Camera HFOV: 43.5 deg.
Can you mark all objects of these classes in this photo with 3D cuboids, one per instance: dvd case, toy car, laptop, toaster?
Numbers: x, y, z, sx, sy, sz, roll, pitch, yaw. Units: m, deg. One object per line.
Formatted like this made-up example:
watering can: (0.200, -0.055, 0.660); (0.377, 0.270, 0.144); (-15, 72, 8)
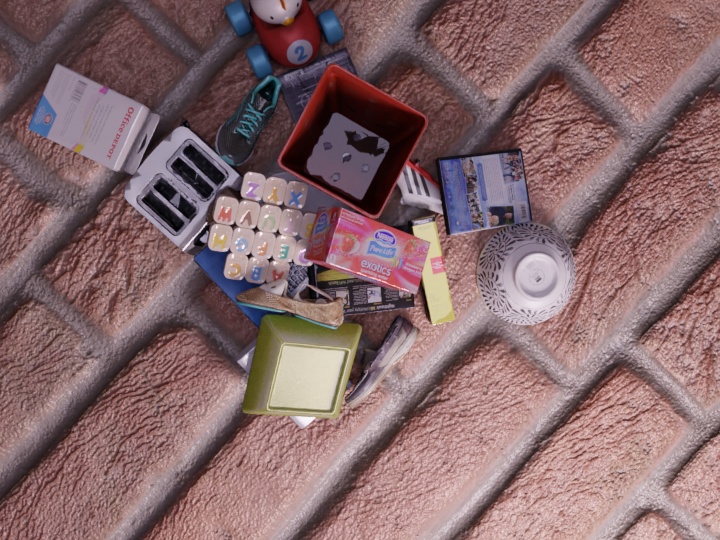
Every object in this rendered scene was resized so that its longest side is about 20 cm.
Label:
dvd case: (0.235, -0.151, 1.705); (0.198, 0.017, 0.145); (-10, 92, -28)
toy car: (-0.141, -0.465, 1.613); (0.183, 0.200, 0.179); (-26, 89, -1)
laptop: (-0.172, -0.026, 1.680); (0.200, 0.116, 0.187); (-44, 95, 0)
toaster: (-0.321, -0.155, 1.663); (0.200, 0.119, 0.181); (42, 89, -4)
dvd case: (-0.056, -0.303, 1.714); (0.147, 0.016, 0.202); (-23, 89, -6)

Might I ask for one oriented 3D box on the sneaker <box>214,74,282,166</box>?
sneaker: (-0.200, -0.280, 1.635); (0.077, 0.091, 0.202); (29, 57, -11)

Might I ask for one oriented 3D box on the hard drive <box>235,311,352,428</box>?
hard drive: (-0.123, 0.190, 1.702); (0.132, 0.026, 0.200); (-40, 117, -1)

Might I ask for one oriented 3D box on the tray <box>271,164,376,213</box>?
tray: (-0.065, -0.151, 1.717); (0.197, 0.022, 0.109); (-14, 79, -4)

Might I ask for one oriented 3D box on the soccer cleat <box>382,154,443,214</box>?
soccer cleat: (0.121, -0.144, 1.720); (0.200, 0.069, 0.085); (41, 104, -5)

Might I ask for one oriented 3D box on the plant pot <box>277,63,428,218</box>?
plant pot: (-0.019, -0.216, 1.617); (0.198, 0.176, 0.202); (29, 85, -3)

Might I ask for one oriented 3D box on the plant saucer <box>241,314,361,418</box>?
plant saucer: (-0.102, 0.190, 1.662); (0.197, 0.048, 0.202); (7, 108, -23)

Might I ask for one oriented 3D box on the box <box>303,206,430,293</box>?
box: (0.014, -0.037, 1.609); (0.198, 0.094, 0.104); (20, 84, -29)

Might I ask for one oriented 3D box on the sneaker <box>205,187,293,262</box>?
sneaker: (-0.195, -0.067, 1.638); (0.075, 0.071, 0.200); (-43, 120, 8)

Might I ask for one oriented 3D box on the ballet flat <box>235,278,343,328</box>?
ballet flat: (-0.123, 0.050, 1.617); (0.197, 0.071, 0.066); (14, 94, -9)

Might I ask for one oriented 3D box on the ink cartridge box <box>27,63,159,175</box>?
ink cartridge box: (-0.469, -0.264, 1.638); (0.198, 0.125, 0.130); (26, 91, 0)

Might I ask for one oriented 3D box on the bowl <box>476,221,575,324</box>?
bowl: (0.328, 0.008, 1.722); (0.198, 0.094, 0.204); (0, 93, -4)

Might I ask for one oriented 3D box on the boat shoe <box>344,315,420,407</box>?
boat shoe: (0.031, 0.173, 1.727); (0.065, 0.072, 0.200); (42, 87, 1)

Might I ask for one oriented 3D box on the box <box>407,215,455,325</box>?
box: (0.135, -0.002, 1.721); (0.049, 0.075, 0.203); (-11, 92, -3)

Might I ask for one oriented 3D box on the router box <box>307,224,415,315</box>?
router box: (0.000, 0.000, 1.699); (0.197, 0.052, 0.160); (-5, 93, -19)

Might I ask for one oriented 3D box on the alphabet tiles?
alphabet tiles: (-0.167, -0.070, 1.593); (0.198, 0.015, 0.198); (10, 106, -21)
